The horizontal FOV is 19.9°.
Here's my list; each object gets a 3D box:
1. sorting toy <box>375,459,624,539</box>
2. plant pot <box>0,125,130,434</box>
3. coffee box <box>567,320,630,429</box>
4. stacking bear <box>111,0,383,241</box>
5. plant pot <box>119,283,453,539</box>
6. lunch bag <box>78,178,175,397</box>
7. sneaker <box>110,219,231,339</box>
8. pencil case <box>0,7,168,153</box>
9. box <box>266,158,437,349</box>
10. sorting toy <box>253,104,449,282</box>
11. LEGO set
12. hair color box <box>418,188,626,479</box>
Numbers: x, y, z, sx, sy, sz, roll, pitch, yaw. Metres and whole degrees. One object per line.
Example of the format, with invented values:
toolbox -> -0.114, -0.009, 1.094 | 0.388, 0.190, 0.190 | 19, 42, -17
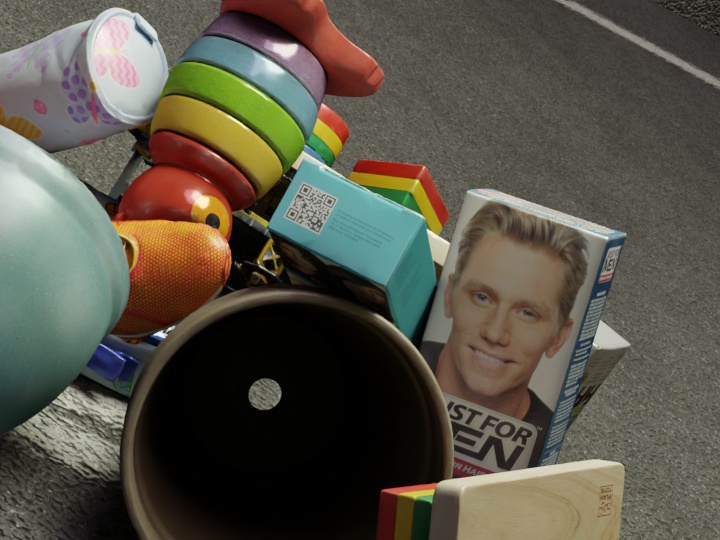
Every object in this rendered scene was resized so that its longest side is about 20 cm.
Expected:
sorting toy -> 0.071, 0.212, 1.196 | 0.069, 0.200, 0.200 | 7, 3, 33
plant pot -> -0.247, 0.025, 1.155 | 0.200, 0.200, 0.135 | 30, 49, -7
coffee box -> 0.074, 0.096, 1.397 | 0.114, 0.201, 0.080 | 39, 15, 18
stacking bear -> -0.093, -0.088, 1.393 | 0.113, 0.201, 0.121 | 11, -26, 46
plant pot -> -0.054, 0.095, 1.280 | 0.199, 0.201, 0.174 | 28, 6, -13
lunch bag -> -0.197, 0.003, 1.398 | 0.199, 0.076, 0.161 | 26, 25, -17
sneaker -> -0.175, 0.003, 1.246 | 0.077, 0.199, 0.074 | 43, 44, -68
pencil case -> -0.229, -0.122, 1.454 | 0.083, 0.199, 0.091 | 56, 41, -28
box -> 0.000, 0.000, 1.271 | 0.082, 0.049, 0.200 | 27, -12, 13
sorting toy -> -0.019, -0.062, 1.635 | 0.199, 0.070, 0.199 | 32, -15, -5
LEGO set -> -0.115, -0.035, 1.510 | 0.199, 0.116, 0.154 | 34, -15, -15
hair color box -> 0.090, 0.057, 1.313 | 0.099, 0.201, 0.060 | 19, 8, 17
